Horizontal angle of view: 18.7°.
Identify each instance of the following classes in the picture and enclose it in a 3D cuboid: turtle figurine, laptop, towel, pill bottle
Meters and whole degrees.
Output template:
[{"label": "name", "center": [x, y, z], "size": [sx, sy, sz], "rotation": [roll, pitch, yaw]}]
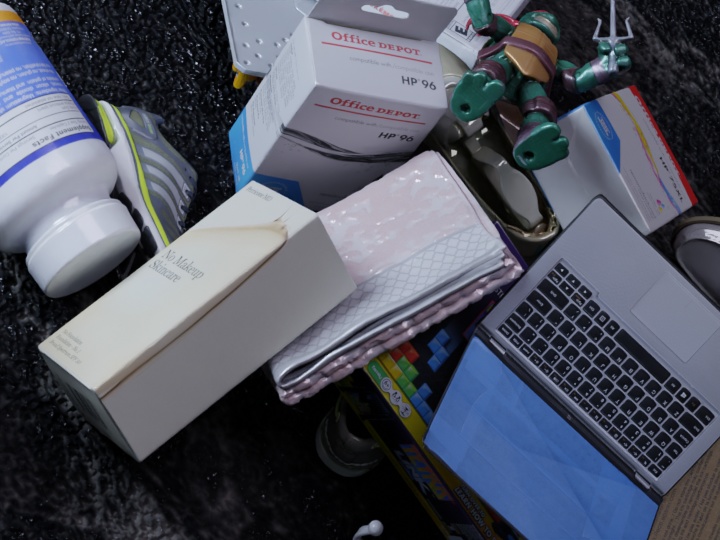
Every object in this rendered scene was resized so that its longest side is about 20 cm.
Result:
[{"label": "turtle figurine", "center": [0.134, -0.168, 1.698], "size": [0.149, 0.101, 0.201], "rotation": [22, 42, 0]}, {"label": "laptop", "center": [0.169, 0.091, 1.488], "size": [0.187, 0.200, 0.116], "rotation": [42, 6, -11]}, {"label": "towel", "center": [0.000, 0.000, 1.584], "size": [0.199, 0.032, 0.191], "rotation": [-29, 30, -3]}, {"label": "pill bottle", "center": [-0.245, -0.084, 1.578], "size": [0.112, 0.112, 0.201], "rotation": [-26, 75, -38]}]

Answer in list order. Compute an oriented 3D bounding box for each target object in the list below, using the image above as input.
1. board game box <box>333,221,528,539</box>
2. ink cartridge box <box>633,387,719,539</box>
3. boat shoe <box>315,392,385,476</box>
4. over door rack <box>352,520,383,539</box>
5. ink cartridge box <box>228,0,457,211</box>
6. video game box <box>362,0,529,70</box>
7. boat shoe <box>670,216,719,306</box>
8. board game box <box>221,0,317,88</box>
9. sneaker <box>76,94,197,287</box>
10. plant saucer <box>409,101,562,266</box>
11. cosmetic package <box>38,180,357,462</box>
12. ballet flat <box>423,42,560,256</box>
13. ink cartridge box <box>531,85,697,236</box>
[{"label": "board game box", "center": [0.090, 0.093, 1.603], "size": [0.165, 0.057, 0.201], "rotation": [-46, 111, -26]}, {"label": "ink cartridge box", "center": [0.252, 0.190, 1.622], "size": [0.163, 0.202, 0.075], "rotation": [20, 10, -16]}, {"label": "boat shoe", "center": [0.041, 0.066, 1.640], "size": [0.072, 0.060, 0.202], "rotation": [37, 65, 2]}, {"label": "over door rack", "center": [0.047, 0.285, 1.527], "size": [0.200, 0.067, 0.148], "rotation": [41, 50, 1]}, {"label": "ink cartridge box", "center": [-0.011, -0.127, 1.676], "size": [0.115, 0.200, 0.068], "rotation": [7, 56, -24]}, {"label": "video game box", "center": [0.050, -0.255, 1.849], "size": [0.181, 0.047, 0.200], "rotation": [34, 38, 3]}, {"label": "boat shoe", "center": [0.347, 0.029, 1.855], "size": [0.199, 0.075, 0.069], "rotation": [33, 44, -7]}, {"label": "board game box", "center": [-0.026, -0.205, 1.804], "size": [0.198, 0.026, 0.201], "rotation": [10, 42, -23]}, {"label": "sneaker", "center": [-0.152, -0.045, 1.633], "size": [0.080, 0.074, 0.201], "rotation": [-6, 65, -37]}, {"label": "plant saucer", "center": [0.101, -0.078, 1.818], "size": [0.198, 0.032, 0.202], "rotation": [15, 53, -21]}, {"label": "cosmetic package", "center": [-0.114, 0.033, 1.525], "size": [0.200, 0.103, 0.073], "rotation": [-40, 122, -17]}, {"label": "ballet flat", "center": [0.094, -0.099, 1.727], "size": [0.201, 0.069, 0.069], "rotation": [55, 49, -9]}, {"label": "ink cartridge box", "center": [0.211, -0.083, 1.795], "size": [0.117, 0.067, 0.200], "rotation": [62, 25, 1]}]
